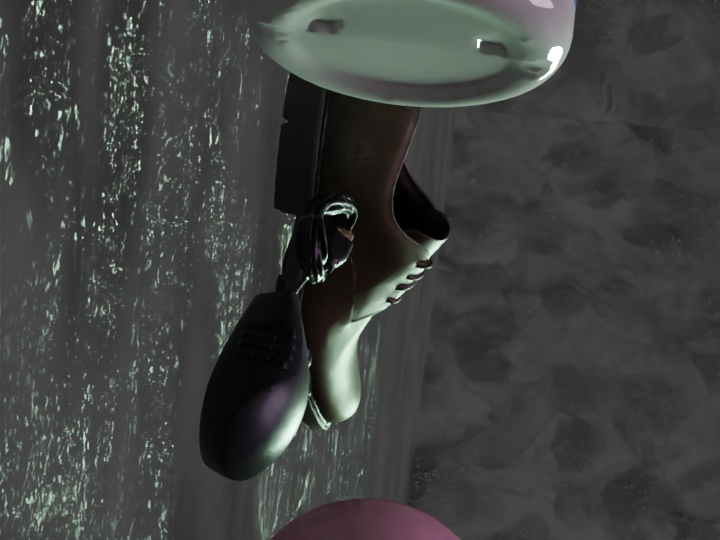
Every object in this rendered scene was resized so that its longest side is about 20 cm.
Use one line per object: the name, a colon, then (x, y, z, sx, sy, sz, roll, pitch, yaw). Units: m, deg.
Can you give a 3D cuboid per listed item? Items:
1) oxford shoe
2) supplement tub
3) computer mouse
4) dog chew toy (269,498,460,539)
oxford shoe: (0.000, 0.000, 0.935, 0.073, 0.084, 0.200, -82, 177, -54)
supplement tub: (0.028, -0.178, 0.760, 0.132, 0.132, 0.201, 81, 15, -73)
computer mouse: (-0.024, 0.022, 0.802, 0.200, 0.034, 0.059, -65, 161, -55)
dog chew toy: (-0.002, 0.170, 0.935, 0.200, 0.124, 0.125, 162, -67, -85)
